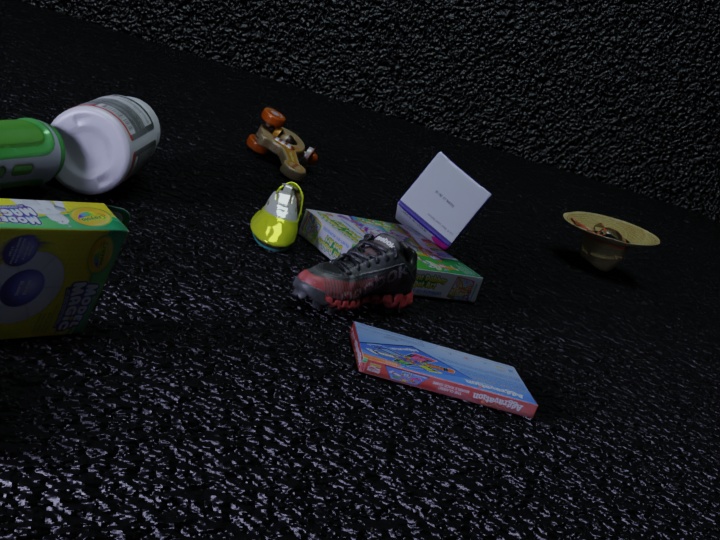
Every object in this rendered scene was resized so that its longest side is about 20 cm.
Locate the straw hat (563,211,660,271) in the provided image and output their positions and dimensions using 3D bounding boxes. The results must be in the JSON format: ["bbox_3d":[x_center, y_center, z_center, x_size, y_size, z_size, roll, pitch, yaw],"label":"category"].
[{"bbox_3d":[0.479,-0.046,1.921,0.200,0.086,0.201,13,17,-4],"label":"straw hat"}]

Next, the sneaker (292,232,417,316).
[{"bbox_3d":[0.000,0.000,1.177,0.200,0.098,0.071,-1,27,-48],"label":"sneaker"}]

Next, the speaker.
[{"bbox_3d":[-0.430,-0.132,1.125,0.088,0.089,0.200,24,16,14],"label":"speaker"}]

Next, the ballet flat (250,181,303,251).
[{"bbox_3d":[-0.112,-0.085,1.377,0.066,0.067,0.200,19,16,-3],"label":"ballet flat"}]

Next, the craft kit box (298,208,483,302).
[{"bbox_3d":[0.041,-0.022,1.400,0.197,0.049,0.200,4,22,-37],"label":"craft kit box"}]

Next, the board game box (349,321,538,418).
[{"bbox_3d":[0.088,0.108,1.067,0.199,0.020,0.103,17,15,-11],"label":"board game box"}]

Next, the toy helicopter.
[{"bbox_3d":[-0.130,-0.215,1.819,0.132,0.079,0.200,22,24,-26],"label":"toy helicopter"}]

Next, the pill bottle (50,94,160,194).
[{"bbox_3d":[-0.341,-0.176,1.322,0.113,0.115,0.200,19,15,-3],"label":"pill bottle"}]

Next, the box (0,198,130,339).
[{"bbox_3d":[-0.279,0.001,0.804,0.048,0.118,0.199,42,25,27],"label":"box"}]

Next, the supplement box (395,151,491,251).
[{"bbox_3d":[0.122,-0.096,1.491,0.101,0.104,0.200,40,-3,2],"label":"supplement box"}]
